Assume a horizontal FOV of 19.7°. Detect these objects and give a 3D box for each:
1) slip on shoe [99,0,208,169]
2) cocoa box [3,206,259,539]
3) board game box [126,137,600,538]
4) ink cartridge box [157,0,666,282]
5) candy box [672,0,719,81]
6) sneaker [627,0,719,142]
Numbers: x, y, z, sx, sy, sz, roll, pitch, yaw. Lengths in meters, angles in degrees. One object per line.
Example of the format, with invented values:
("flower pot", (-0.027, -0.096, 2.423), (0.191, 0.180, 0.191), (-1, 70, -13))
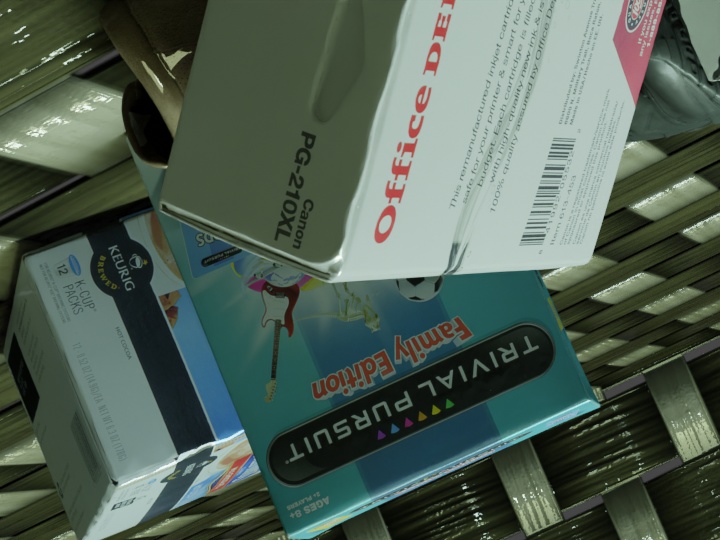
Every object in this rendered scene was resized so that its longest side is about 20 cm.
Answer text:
("slip on shoe", (-0.067, -0.065, 0.831), (0.060, 0.076, 0.200), (-26, 167, -11))
("cocoa box", (-0.111, 0.054, 1.148), (0.130, 0.134, 0.200), (-21, 169, -18))
("board game box", (0.000, 0.000, 0.949), (0.150, 0.201, 0.047), (-25, 168, 8))
("ink cartridge box", (0.028, -0.078, 0.764), (0.084, 0.146, 0.200), (21, -168, 29))
("candy box", (0.139, -0.161, 0.647), (0.061, 0.137, 0.200), (-19, 169, -16))
("sneaker", (0.165, -0.103, 1.147), (0.090, 0.076, 0.200), (-20, 168, 15))
